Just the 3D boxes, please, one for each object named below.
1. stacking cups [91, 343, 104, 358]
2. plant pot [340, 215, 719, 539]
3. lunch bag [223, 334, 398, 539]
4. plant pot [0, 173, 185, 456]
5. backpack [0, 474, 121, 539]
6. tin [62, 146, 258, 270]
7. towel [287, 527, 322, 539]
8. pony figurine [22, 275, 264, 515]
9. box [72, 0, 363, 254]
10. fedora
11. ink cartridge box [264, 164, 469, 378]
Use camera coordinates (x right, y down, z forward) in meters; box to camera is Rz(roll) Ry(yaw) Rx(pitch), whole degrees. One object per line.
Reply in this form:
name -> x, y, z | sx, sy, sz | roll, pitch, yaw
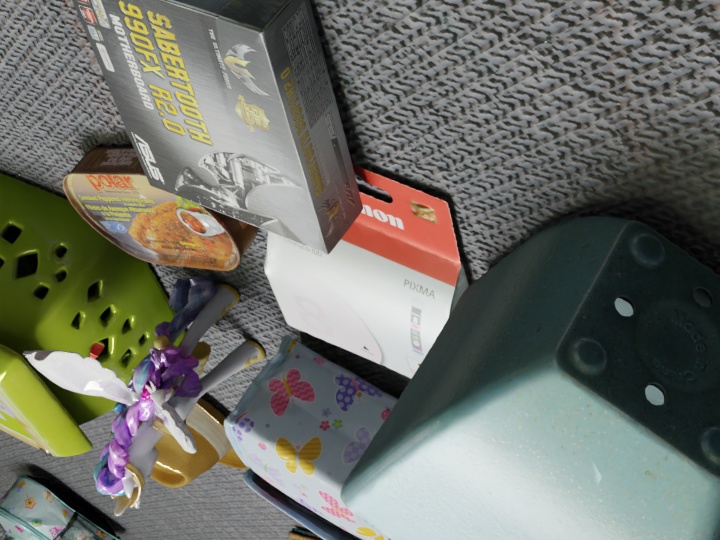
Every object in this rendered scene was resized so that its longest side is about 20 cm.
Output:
stacking cups -> -0.330, 0.083, 1.609 | 0.061, 0.061, 0.200 | 45, 149, -23
plant pot -> 0.141, 0.083, 0.838 | 0.196, 0.196, 0.200 | 35, 146, 0
lunch bag -> -0.016, 0.173, 1.276 | 0.169, 0.127, 0.200 | 30, 162, 17
plant pot -> -0.313, 0.050, 1.360 | 0.199, 0.182, 0.200 | 21, 154, 28
backpack -> -0.526, 0.440, 2.406 | 0.200, 0.153, 0.176 | 47, 159, -12
tin -> -0.162, -0.052, 1.151 | 0.200, 0.042, 0.112 | 6, 147, 48
towel -> 0.012, 0.389, 1.768 | 0.147, 0.022, 0.200 | -1, 136, 51
pony figurine -> -0.177, 0.102, 1.253 | 0.166, 0.200, 0.193 | 24, 154, 24
box -> -0.090, -0.112, 0.914 | 0.158, 0.048, 0.200 | 23, 149, 27
fedora -> -0.217, 0.189, 1.611 | 0.200, 0.082, 0.201 | 28, 156, 14
ink cartridge box -> 0.000, 0.000, 1.026 | 0.162, 0.057, 0.200 | 23, 158, 26
